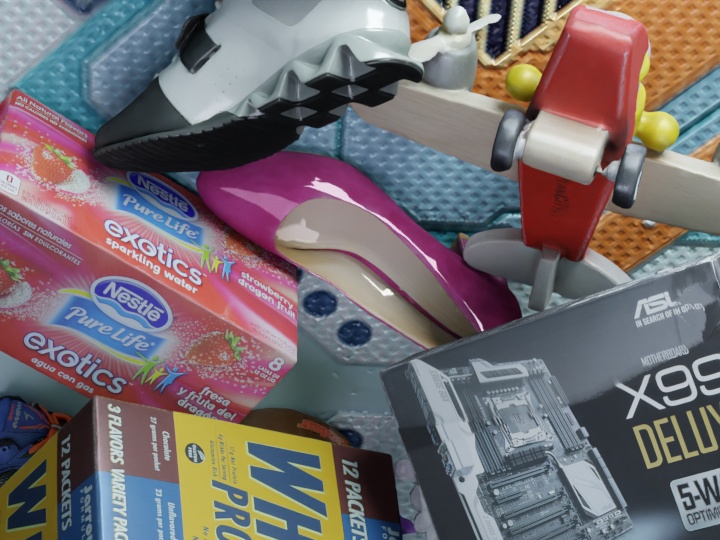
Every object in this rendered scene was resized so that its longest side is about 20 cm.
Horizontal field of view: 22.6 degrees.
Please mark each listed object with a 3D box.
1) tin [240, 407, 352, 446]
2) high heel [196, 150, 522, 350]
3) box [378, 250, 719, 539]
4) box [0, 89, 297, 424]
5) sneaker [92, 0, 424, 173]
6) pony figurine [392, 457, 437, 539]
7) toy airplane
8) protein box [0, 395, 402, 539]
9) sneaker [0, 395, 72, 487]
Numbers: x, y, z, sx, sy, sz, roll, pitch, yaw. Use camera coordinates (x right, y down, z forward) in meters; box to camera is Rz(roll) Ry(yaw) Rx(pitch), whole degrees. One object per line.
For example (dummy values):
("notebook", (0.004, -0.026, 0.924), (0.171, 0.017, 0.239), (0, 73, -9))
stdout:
("tin", (-0.080, 0.166, 1.165), (0.112, 0.042, 0.200), (28, 121, -25))
("high heel", (0.000, 0.000, 1.005), (0.200, 0.096, 0.067), (26, 122, -20))
("box", (0.126, 0.093, 0.935), (0.200, 0.050, 0.158), (-19, 90, 29))
("box", (-0.139, 0.003, 1.002), (0.200, 0.100, 0.095), (31, 120, -22))
("sneaker", (-0.059, -0.110, 0.944), (0.200, 0.089, 0.074), (-19, 162, 28))
("pony figurine", (0.050, 0.195, 1.124), (0.200, 0.167, 0.193), (-27, 166, 16))
("toy airplane", (0.118, -0.067, 0.947), (0.200, 0.141, 0.199), (36, 153, -31))
("protein box", (-0.107, 0.190, 1.020), (0.198, 0.135, 0.200), (15, 141, -32))
("sneaker", (-0.196, 0.115, 1.104), (0.200, 0.075, 0.079), (-8, 123, 2))
